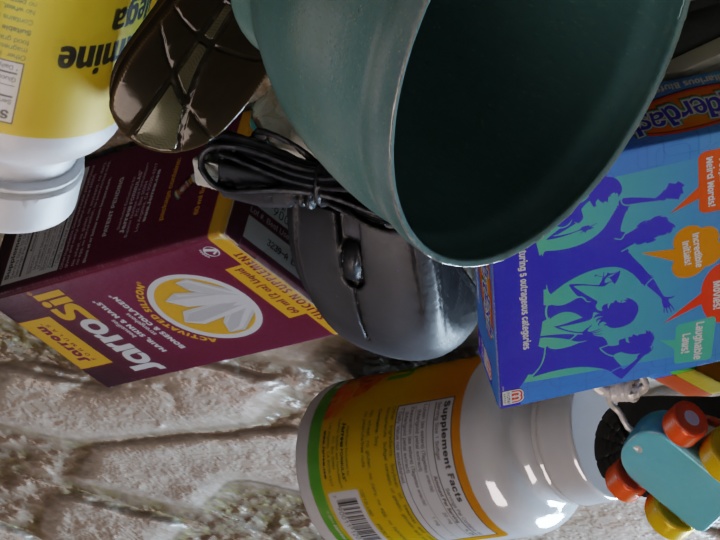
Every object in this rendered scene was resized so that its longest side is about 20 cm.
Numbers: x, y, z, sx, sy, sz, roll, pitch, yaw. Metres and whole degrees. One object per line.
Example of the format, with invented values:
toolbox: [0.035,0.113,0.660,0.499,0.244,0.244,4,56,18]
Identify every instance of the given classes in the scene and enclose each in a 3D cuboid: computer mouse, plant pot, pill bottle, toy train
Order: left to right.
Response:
pill bottle: [-0.155,-0.124,1.278,0.112,0.113,0.201,15,120,-1]
computer mouse: [0.000,0.000,1.422,0.138,0.053,0.200,12,159,26]
plant pot: [0.030,-0.121,1.151,0.134,0.200,0.201,30,160,31]
pill bottle: [0.068,0.109,1.650,0.199,0.112,0.111,-12,141,38]
toy train: [0.216,0.082,1.385,0.199,0.056,0.151,9,125,27]

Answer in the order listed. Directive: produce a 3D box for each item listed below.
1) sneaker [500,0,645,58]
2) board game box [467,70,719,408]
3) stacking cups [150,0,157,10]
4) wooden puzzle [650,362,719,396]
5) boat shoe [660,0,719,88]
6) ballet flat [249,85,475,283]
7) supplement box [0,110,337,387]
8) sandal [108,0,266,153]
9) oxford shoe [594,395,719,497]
sneaker: [0.060,-0.135,1.265,0.199,0.089,0.077,-7,144,32]
board game box: [0.152,-0.021,1.282,0.199,0.045,0.153,-13,134,-6]
stacking cups: [-0.163,-0.151,1.364,0.199,0.061,0.061,3,148,18]
wooden puzzle: [0.230,0.053,1.507,0.199,0.047,0.185,23,164,-15]
boat shoe: [0.111,-0.085,1.286,0.199,0.062,0.073,-16,133,1]
ballet flat: [0.026,-0.054,1.459,0.072,0.072,0.200,-15,141,41]
supplement box: [-0.103,-0.009,1.553,0.199,0.086,0.110,-14,140,41]
sandal: [-0.041,-0.139,1.261,0.082,0.055,0.200,36,101,-25]
oxford shoe: [0.232,0.096,1.479,0.199,0.073,0.084,7,-178,37]
